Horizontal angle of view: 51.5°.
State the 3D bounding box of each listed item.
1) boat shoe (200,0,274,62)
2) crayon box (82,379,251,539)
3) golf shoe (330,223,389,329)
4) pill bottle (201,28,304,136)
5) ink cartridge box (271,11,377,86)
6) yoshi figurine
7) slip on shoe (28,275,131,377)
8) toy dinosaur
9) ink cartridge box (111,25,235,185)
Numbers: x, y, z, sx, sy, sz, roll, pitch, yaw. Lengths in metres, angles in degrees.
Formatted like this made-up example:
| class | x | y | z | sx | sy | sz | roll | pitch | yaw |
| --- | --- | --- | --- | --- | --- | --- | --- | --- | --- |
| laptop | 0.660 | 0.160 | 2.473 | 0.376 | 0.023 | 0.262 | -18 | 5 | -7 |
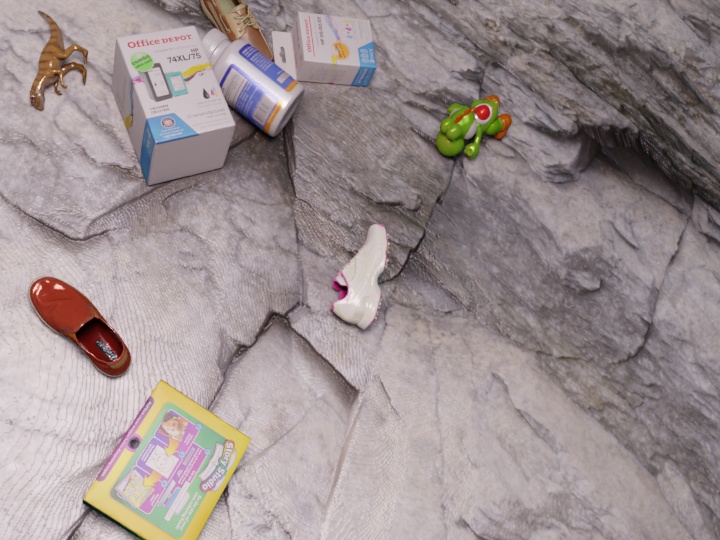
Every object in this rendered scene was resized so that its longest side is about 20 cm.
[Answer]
| class | x | y | z | sx | sy | sz | roll | pitch | yaw |
| --- | --- | --- | --- | --- | --- | --- | --- | --- | --- |
| boat shoe | -0.240 | -0.479 | 1.443 | 0.075 | 0.074 | 0.201 | -38 | 86 | -29 |
| crayon box | -0.286 | 0.300 | 1.120 | 0.170 | 0.058 | 0.203 | 34 | 61 | -7 |
| golf shoe | 0.000 | 0.000 | 1.347 | 0.089 | 0.076 | 0.205 | 16 | 63 | -11 |
| pill bottle | -0.210 | -0.351 | 1.383 | 0.198 | 0.112 | 0.113 | 37 | 61 | -3 |
| ink cartridge box | -0.073 | -0.444 | 1.499 | 0.194 | 0.068 | 0.118 | -1 | 69 | -21 |
| yoshi figurine | 0.222 | -0.295 | 1.557 | 0.197 | 0.111 | 0.115 | -24 | 119 | -42 |
| slip on shoe | -0.430 | 0.080 | 1.151 | 0.200 | 0.061 | 0.074 | 44 | 62 | 2 |
| toy dinosaur | -0.527 | -0.377 | 1.298 | 0.103 | 0.060 | 0.206 | 9 | 66 | -16 |
| ink cartridge box | -0.326 | -0.284 | 1.289 | 0.144 | 0.146 | 0.204 | -18 | 76 | -27 |
